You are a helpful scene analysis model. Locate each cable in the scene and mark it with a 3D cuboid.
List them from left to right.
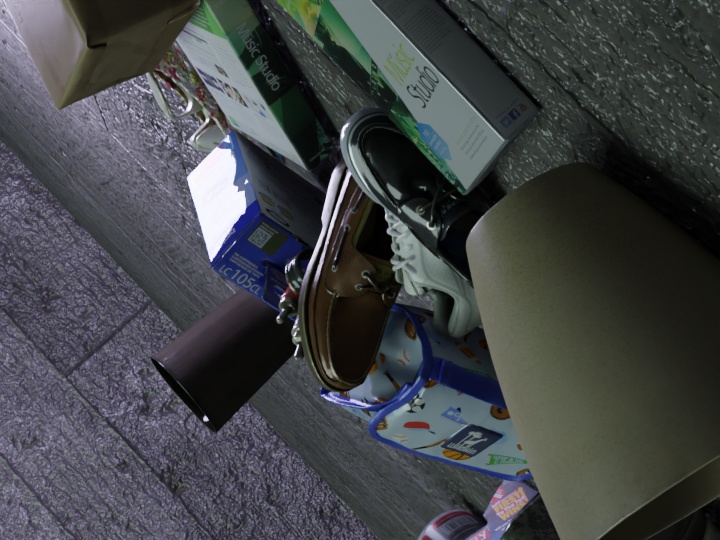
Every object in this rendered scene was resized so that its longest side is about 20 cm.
[{"bbox_3d":[-0.029,-0.004,1.278,0.097,0.050,0.200,53,-149,-27],"label":"cable"}]

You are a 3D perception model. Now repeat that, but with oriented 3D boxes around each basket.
[{"bbox_3d":[-0.171,0.108,2.022,0.136,0.200,0.180,45,166,14],"label":"basket"}]

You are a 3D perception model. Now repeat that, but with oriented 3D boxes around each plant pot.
[{"bbox_3d":[0.152,0.041,0.862,0.200,0.187,0.187,58,171,19],"label":"plant pot"}]

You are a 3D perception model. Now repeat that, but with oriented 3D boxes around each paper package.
[{"bbox_3d":[-0.238,-0.261,1.207,0.200,0.103,0.191,63,158,0],"label":"paper package"}]

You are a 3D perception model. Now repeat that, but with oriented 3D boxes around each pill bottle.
[{"bbox_3d":[0.174,0.428,2.031,0.200,0.116,0.116,33,161,50],"label":"pill bottle"}]

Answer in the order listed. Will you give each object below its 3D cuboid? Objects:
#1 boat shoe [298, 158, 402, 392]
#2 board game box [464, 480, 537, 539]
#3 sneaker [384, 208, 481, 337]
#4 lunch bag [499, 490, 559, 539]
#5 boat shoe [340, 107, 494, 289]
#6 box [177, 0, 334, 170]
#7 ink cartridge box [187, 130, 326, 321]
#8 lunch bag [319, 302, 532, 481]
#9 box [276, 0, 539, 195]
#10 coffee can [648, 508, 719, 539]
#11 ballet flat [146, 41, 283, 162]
[{"bbox_3d":[0.000,0.000,1.188,0.072,0.200,0.068,9,173,-36],"label":"boat shoe"},{"bbox_3d":[0.178,0.329,1.643,0.062,0.200,0.200,57,179,-33],"label":"board game box"},{"bbox_3d":[0.053,-0.031,1.142,0.200,0.081,0.075,55,167,-23],"label":"sneaker"},{"bbox_3d":[0.213,0.320,1.438,0.168,0.139,0.200,34,133,18],"label":"lunch bag"},{"bbox_3d":[0.066,-0.040,1.069,0.200,0.070,0.066,49,179,-16],"label":"boat shoe"},{"bbox_3d":[-0.113,-0.189,1.285,0.144,0.036,0.200,33,162,49],"label":"box"},{"bbox_3d":[-0.078,-0.030,1.363,0.136,0.076,0.200,34,-164,-30],"label":"ink cartridge box"},{"bbox_3d":[0.081,0.104,1.254,0.170,0.124,0.200,21,174,-22],"label":"lunch bag"},{"bbox_3d":[0.025,-0.148,0.980,0.200,0.036,0.144,48,167,4],"label":"box"},{"bbox_3d":[0.287,0.309,1.233,0.200,0.146,0.146,49,167,-7],"label":"coffee can"},{"bbox_3d":[-0.164,-0.164,1.492,0.200,0.064,0.076,50,166,-13],"label":"ballet flat"}]
